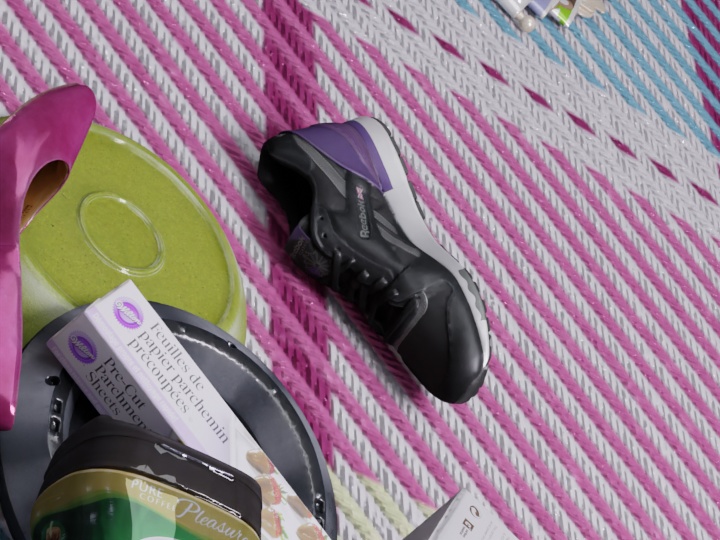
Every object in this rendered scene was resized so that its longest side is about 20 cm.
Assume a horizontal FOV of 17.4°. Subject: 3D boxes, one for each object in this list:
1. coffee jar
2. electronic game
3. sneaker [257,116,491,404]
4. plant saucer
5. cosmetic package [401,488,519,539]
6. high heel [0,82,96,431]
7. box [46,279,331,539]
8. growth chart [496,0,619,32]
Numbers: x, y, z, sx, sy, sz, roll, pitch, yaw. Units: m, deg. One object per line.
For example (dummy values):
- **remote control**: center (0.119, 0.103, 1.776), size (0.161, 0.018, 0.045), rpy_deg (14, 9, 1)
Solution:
- **coffee jar**: center (-0.104, 0.167, 1.037), size (0.104, 0.085, 0.200), rpy_deg (27, 51, -24)
- **electronic game**: center (-0.094, 0.105, 1.176), size (0.200, 0.042, 0.200), rpy_deg (23, 50, -29)
- **sneaker**: center (0.000, 0.000, 1.393), size (0.087, 0.076, 0.200), rpy_deg (-8, 56, -34)
- **plant saucer**: center (-0.136, -0.012, 1.273), size (0.200, 0.031, 0.200), rpy_deg (28, 38, -25)
- **cosmetic package**: center (0.080, 0.222, 1.196), size (0.200, 0.108, 0.085), rpy_deg (43, 33, -2)
- **high heel**: center (-0.162, -0.010, 1.160), size (0.096, 0.067, 0.200), rpy_deg (29, 50, 8)
- **box**: center (-0.072, 0.098, 1.140), size (0.200, 0.041, 0.039), rpy_deg (53, 42, -2)
- **growth chart**: center (0.132, -0.247, 1.829), size (0.145, 0.018, 0.200), rpy_deg (49, 33, 3)
